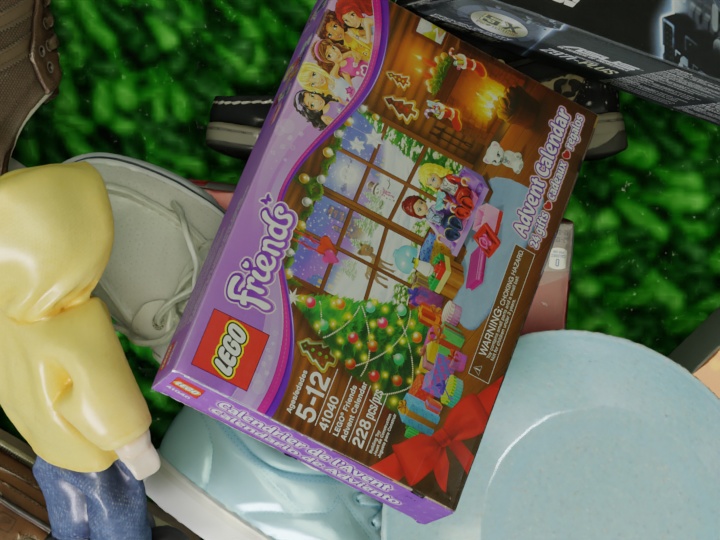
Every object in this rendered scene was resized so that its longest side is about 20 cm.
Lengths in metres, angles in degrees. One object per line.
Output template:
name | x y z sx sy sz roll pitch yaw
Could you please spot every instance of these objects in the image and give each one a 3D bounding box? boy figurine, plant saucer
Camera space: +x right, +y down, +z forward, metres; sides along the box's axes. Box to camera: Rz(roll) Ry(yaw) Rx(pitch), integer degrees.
boy figurine | -0.129 0.043 0.992 0.064 0.124 0.202 -24 118 -29
plant saucer | 0.104 0.125 1.015 0.199 0.039 0.203 3 97 30

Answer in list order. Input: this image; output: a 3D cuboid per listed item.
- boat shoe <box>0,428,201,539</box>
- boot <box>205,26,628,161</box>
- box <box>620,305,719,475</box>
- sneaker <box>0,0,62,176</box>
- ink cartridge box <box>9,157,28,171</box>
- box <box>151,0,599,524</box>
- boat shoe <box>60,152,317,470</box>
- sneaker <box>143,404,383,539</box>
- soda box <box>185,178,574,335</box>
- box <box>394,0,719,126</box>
boat shoe | -0.174 0.123 1.076 0.198 0.068 0.072 18 133 1
boot | 0.026 -0.124 1.075 0.201 0.073 0.155 -1 91 -8
box | 0.230 0.050 1.069 0.200 0.097 0.124 -45 91 2
sneaker | -0.174 -0.109 1.048 0.075 0.070 0.202 22 70 -36
ink cartridge box | -0.235 0.023 1.043 0.116 0.068 0.201 32 63 0
box | 0.010 -0.010 0.986 0.136 0.039 0.201 27 68 -12
boat shoe | -0.065 0.024 1.012 0.202 0.086 0.075 44 93 -2
sneaker | -0.006 0.120 1.086 0.199 0.074 0.082 31 95 -2
soda box | 0.000 0.000 1.085 0.198 0.063 0.071 6 94 1
box | 0.134 -0.168 1.024 0.199 0.086 0.165 17 84 -22
